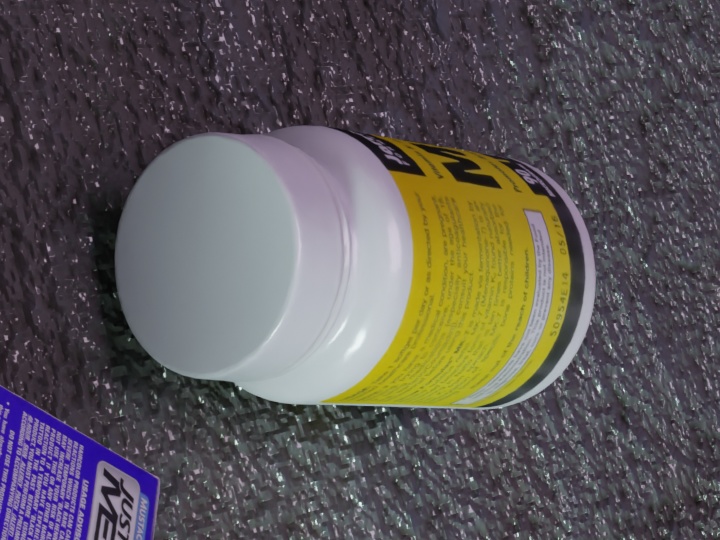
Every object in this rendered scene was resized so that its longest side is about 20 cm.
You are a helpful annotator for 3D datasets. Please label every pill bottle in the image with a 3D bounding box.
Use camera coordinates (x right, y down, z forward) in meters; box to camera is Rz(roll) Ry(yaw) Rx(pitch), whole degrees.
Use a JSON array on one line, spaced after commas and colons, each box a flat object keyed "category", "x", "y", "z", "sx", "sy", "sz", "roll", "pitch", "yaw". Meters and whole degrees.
[{"category": "pill bottle", "x": 0.000, "y": 0.000, "z": 1.028, "sx": 0.200, "sy": 0.114, "sz": 0.115, "roll": 5, "pitch": 72, "yaw": -53}]

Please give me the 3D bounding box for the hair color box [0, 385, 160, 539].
[{"category": "hair color box", "x": -0.170, "y": 0.063, "z": 0.777, "sx": 0.200, "sy": 0.109, "sz": 0.065, "roll": 38, "pitch": 47, "yaw": -40}]
